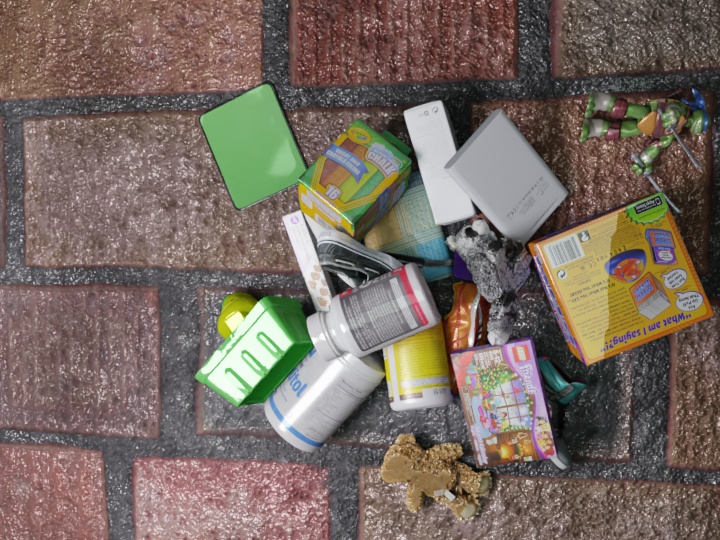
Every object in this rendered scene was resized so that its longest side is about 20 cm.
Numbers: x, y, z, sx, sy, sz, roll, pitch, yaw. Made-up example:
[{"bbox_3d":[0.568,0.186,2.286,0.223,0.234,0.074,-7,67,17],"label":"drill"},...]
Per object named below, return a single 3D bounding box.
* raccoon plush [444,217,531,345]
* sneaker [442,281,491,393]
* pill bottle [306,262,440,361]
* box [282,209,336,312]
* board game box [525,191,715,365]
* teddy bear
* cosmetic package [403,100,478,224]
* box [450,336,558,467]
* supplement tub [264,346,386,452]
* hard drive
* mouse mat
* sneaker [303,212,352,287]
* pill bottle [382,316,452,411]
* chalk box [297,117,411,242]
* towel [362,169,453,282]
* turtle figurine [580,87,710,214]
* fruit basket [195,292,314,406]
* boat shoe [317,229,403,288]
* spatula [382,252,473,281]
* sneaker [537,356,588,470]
[{"bbox_3d":[0.194,0.014,1.337,0.134,0.097,0.200,10,81,52],"label":"raccoon plush"},{"bbox_3d":[0.179,0.117,1.411,0.077,0.073,0.200,17,99,39],"label":"sneaker"},{"bbox_3d":[0.019,0.074,1.306,0.200,0.111,0.111,-24,88,8],"label":"pill bottle"},{"bbox_3d":[-0.087,-0.011,1.464,0.039,0.041,0.200,-20,90,12],"label":"box"},{"bbox_3d":[0.399,0.011,1.273,0.200,0.200,0.200,-23,88,7],"label":"board game box"},{"bbox_3d":[0.135,0.368,1.434,0.200,0.067,0.145,9,104,5],"label":"teddy bear"},{"bbox_3d":[0.139,-0.181,1.376,0.074,0.102,0.200,-15,89,13],"label":"cosmetic package"},{"bbox_3d":[0.240,0.220,1.337,0.137,0.039,0.200,-13,93,18],"label":"box"},{"bbox_3d":[-0.063,0.210,1.426,0.132,0.132,0.200,42,100,7],"label":"supplement tub"},{"bbox_3d":[0.244,-0.149,1.329,0.132,0.026,0.200,-48,115,-4],"label":"hard drive"},{"bbox_3d":[-0.199,-0.230,1.491,0.161,0.008,0.200,-23,87,12],"label":"mouse mat"},{"bbox_3d":[-0.026,-0.059,1.426,0.082,0.074,0.200,-34,86,25],"label":"sneaker"},{"bbox_3d":[0.094,0.138,1.389,0.109,0.109,0.200,-10,78,12],"label":"pill bottle"},{"bbox_3d":[0.005,-0.160,1.361,0.124,0.124,0.200,38,74,11],"label":"chalk box"},{"bbox_3d":[0.074,-0.067,1.437,0.146,0.022,0.200,-16,88,11],"label":"towel"},{"bbox_3d":[0.453,-0.211,1.288,0.194,0.144,0.200,13,92,15],"label":"turtle figurine"},{"bbox_3d":[-0.200,0.111,1.422,0.215,0.155,0.216,-2,85,23],"label":"fruit basket"},{"bbox_3d":[0.000,0.000,1.358,0.072,0.200,0.071,-13,60,48],"label":"boat shoe"},{"bbox_3d":[0.125,-0.013,1.401,0.200,0.021,0.057,5,65,10],"label":"spatula"},{"bbox_3d":[0.340,0.231,1.371,0.121,0.084,0.200,-30,86,21],"label":"sneaker"}]
